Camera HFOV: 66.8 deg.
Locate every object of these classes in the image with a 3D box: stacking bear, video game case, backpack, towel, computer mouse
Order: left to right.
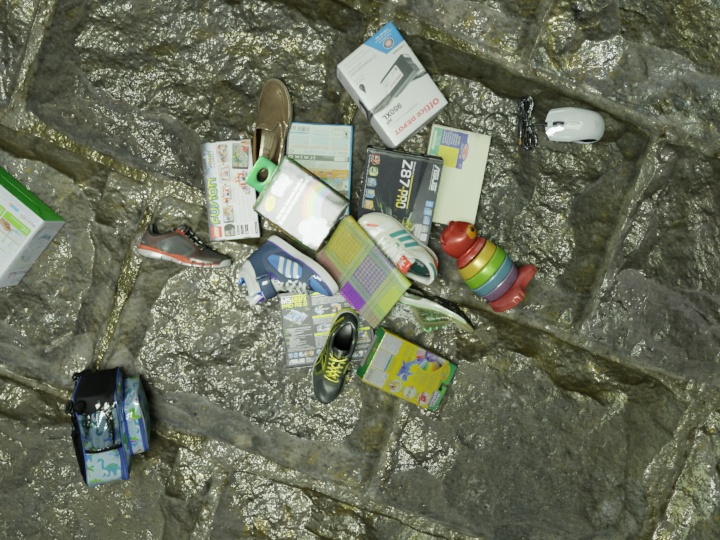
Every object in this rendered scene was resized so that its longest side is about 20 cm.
[{"bbox_3d":[-0.501,0.318,1.103,0.143,0.182,0.205,-4,104,-22],"label":"backpack"},{"bbox_3d":[-0.089,-0.208,1.165,0.139,0.018,0.206,2,93,-3],"label":"video game case"},{"bbox_3d":[0.000,0.000,1.104,0.200,0.023,0.144,47,123,13],"label":"towel"},{"bbox_3d":[0.250,-0.021,1.142,0.200,0.114,0.122,44,55,-5],"label":"stacking bear"},{"bbox_3d":[0.434,-0.315,1.166,0.194,0.044,0.113,0,93,-2],"label":"computer mouse"}]

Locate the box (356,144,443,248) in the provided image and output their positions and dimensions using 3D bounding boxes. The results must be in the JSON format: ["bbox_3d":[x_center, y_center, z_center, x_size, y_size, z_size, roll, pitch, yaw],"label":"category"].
[{"bbox_3d":[0.076,-0.144,1.130,0.157,0.049,0.205,9,111,-2],"label":"box"}]

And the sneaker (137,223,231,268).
[{"bbox_3d":[-0.363,-0.053,1.137,0.195,0.077,0.084,12,87,-4],"label":"sneaker"}]

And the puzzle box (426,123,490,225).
[{"bbox_3d":[0.198,-0.200,1.172,0.130,0.025,0.205,11,93,-1],"label":"puzzle box"}]

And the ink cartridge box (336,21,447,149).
[{"bbox_3d":[0.064,-0.374,1.127,0.144,0.084,0.201,-38,95,1],"label":"ink cartridge box"}]

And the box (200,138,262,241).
[{"bbox_3d":[-0.271,-0.168,1.151,0.107,0.035,0.206,-4,94,-2],"label":"box"}]

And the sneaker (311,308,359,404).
[{"bbox_3d":[-0.054,0.178,1.113,0.073,0.085,0.205,14,93,-3],"label":"sneaker"}]

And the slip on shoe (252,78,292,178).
[{"bbox_3d":[-0.189,-0.294,1.127,0.074,0.060,0.205,11,96,15],"label":"slip on shoe"}]

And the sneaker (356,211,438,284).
[{"bbox_3d":[0.077,-0.042,1.094,0.198,0.094,0.071,35,112,-11],"label":"sneaker"}]

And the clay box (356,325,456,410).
[{"bbox_3d":[0.101,0.211,1.166,0.197,0.048,0.117,27,92,-23],"label":"clay box"}]

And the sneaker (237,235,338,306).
[{"bbox_3d":[-0.158,0.033,1.117,0.198,0.081,0.147,35,73,17],"label":"sneaker"}]

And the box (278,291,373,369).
[{"bbox_3d":[-0.071,0.116,1.173,0.195,0.044,0.165,-7,93,-2],"label":"box"}]

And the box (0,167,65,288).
[{"bbox_3d":[-0.748,-0.095,1.106,0.199,0.097,0.178,39,92,-4],"label":"box"}]

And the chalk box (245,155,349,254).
[{"bbox_3d":[-0.133,-0.145,1.095,0.198,0.124,0.126,36,97,-6],"label":"chalk box"}]

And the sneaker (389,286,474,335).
[{"bbox_3d":[0.149,0.102,1.176,0.196,0.077,0.090,23,106,2],"label":"sneaker"}]
